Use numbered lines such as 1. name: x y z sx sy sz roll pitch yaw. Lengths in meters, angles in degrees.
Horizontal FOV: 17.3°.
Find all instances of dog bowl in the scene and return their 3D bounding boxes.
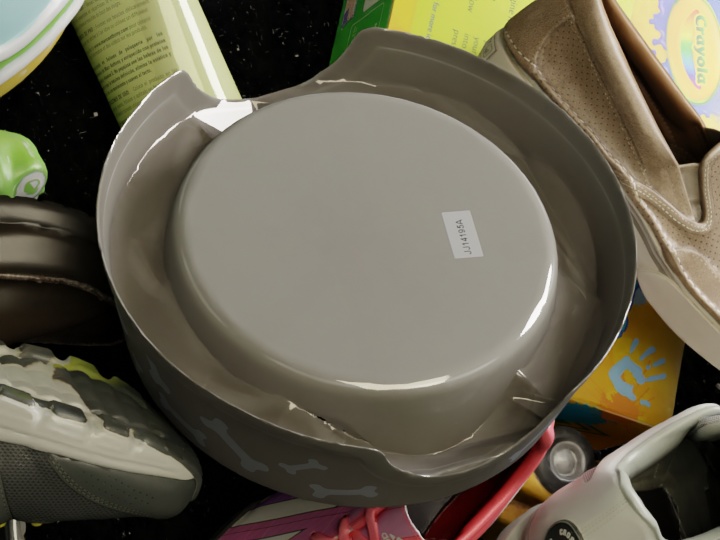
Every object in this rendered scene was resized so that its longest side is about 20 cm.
1. dog bowl: 0.000 0.000 0.878 0.198 0.059 0.201 5 51 -6

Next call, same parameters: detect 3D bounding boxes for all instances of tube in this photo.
1. tube: -0.084 -0.091 0.970 0.058 0.052 0.201 -25 93 2

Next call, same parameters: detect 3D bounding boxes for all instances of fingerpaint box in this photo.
1. fingerpaint box: 0.065 -0.043 1.021 0.166 0.073 0.201 18 72 -19

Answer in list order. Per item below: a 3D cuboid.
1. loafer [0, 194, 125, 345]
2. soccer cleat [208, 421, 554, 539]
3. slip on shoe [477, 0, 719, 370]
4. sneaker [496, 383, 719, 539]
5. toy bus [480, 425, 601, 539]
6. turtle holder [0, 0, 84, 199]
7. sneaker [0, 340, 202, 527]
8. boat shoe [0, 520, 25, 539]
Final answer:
1. loafer: -0.176 0.016 0.898 0.198 0.073 0.072 3 64 -14
2. soccer cleat: -0.004 0.109 0.924 0.200 0.073 0.068 -43 105 2
3. slip on shoe: 0.133 -0.032 0.961 0.200 0.061 0.076 50 27 -2
4. sneaker: 0.148 0.086 0.943 0.199 0.089 0.074 -20 71 -45
5. toy bus: 0.121 0.135 1.012 0.199 0.065 0.079 27 70 -17
6. turtle holder: -0.166 -0.110 0.895 0.131 0.141 0.187 -18 85 -27
7. sneaker: -0.157 0.070 0.843 0.199 0.075 0.085 12 104 -13
8. boat shoe: -0.154 0.140 0.884 0.072 0.068 0.202 11 74 -22
